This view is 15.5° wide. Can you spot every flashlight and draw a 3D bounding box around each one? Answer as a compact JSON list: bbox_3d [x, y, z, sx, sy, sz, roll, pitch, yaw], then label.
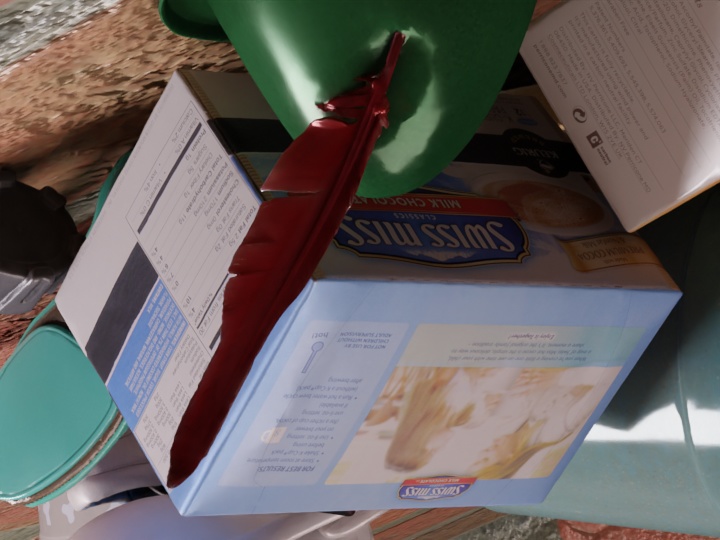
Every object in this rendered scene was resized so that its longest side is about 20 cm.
[{"bbox_3d":[-0.179,0.019,1.176,0.068,0.068,0.200,-34,178,-36],"label":"flashlight"}]

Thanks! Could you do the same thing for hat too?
[{"bbox_3d":[0.025,-0.042,0.953,0.200,0.176,0.166,-26,166,26],"label":"hat"}]

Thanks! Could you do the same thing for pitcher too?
[{"bbox_3d":[-0.075,0.169,1.496,0.200,0.121,0.172,-16,158,-43],"label":"pitcher"}]

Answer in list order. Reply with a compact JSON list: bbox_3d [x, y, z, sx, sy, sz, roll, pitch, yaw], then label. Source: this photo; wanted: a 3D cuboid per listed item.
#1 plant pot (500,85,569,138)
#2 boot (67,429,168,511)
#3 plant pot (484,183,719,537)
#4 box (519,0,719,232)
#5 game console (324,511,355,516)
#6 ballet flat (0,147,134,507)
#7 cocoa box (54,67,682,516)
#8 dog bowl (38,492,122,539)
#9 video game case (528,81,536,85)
[{"bbox_3d":[0.108,-0.058,1.270,0.200,0.028,0.200,-6,172,-1],"label":"plant pot"},{"bbox_3d":[-0.111,0.092,1.567,0.200,0.096,0.074,-9,164,-45],"label":"boot"},{"bbox_3d":[0.147,0.039,1.229,0.196,0.200,0.200,-3,-179,35],"label":"plant pot"},{"bbox_3d":[0.181,-0.113,1.053,0.124,0.098,0.200,-28,177,-43],"label":"box"},{"bbox_3d":[-0.121,0.099,1.347,0.172,0.119,0.200,-22,-177,-16],"label":"game console"},{"bbox_3d":[-0.106,0.025,1.188,0.070,0.067,0.200,-16,141,-55],"label":"ballet flat"},{"bbox_3d":[0.004,0.012,1.096,0.200,0.131,0.133,2,130,-39],"label":"cocoa box"},{"bbox_3d":[-0.117,0.123,1.692,0.200,0.059,0.200,-16,-176,1],"label":"dog bowl"},{"bbox_3d":[0.169,-0.094,1.374,0.182,0.023,0.200,-21,169,2],"label":"video game case"}]
